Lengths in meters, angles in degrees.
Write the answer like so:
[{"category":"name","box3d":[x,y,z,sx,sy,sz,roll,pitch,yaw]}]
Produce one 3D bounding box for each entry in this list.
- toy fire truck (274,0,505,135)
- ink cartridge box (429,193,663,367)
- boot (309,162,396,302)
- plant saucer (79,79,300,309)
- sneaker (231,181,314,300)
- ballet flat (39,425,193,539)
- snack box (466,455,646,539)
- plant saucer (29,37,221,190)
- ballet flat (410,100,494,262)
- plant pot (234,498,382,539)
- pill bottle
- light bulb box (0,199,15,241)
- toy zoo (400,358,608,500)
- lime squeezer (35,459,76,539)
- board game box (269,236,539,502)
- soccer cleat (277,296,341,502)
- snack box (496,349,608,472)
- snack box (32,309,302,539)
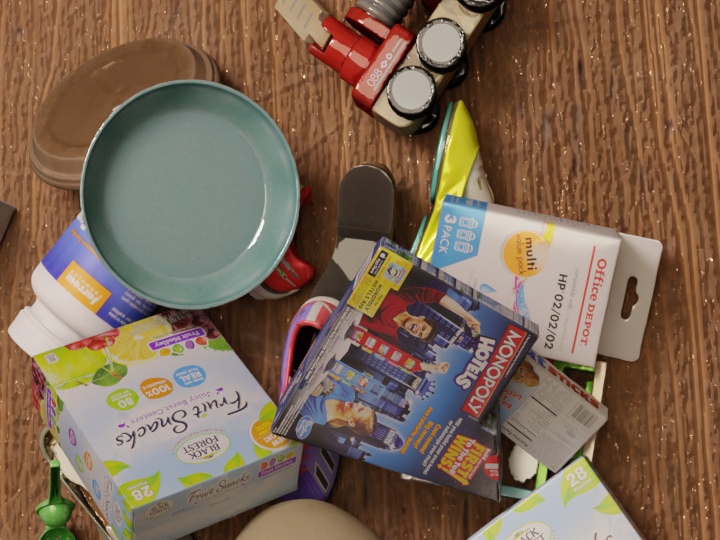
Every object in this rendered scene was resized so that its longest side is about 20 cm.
[{"category":"toy fire truck","box3d":[0.017,-0.243,1.619,0.199,0.129,0.177,33,88,7]},{"category":"ink cartridge box","box3d":[0.157,0.012,1.519,0.197,0.068,0.117,11,98,3]},{"category":"boot","box3d":[0.000,0.000,1.599,0.073,0.075,0.202,14,101,6]},{"category":"plant saucer","box3d":[-0.153,-0.067,1.558,0.197,0.036,0.203,-1,92,-18]},{"category":"sneaker","box3d":[-0.089,-0.074,1.632,0.084,0.077,0.202,-15,86,5]},{"category":"ballet flat","box3d":[-0.227,0.215,1.609,0.067,0.064,0.200,-44,73,2]},{"category":"snack box","box3d":[0.181,0.286,1.483,0.168,0.068,0.201,-37,80,4]},{"category":"plant saucer","box3d":[-0.225,-0.153,1.640,0.198,0.030,0.201,-16,40,13]},{"category":"ballet flat","box3d":[0.084,-0.050,1.587,0.066,0.067,0.202,16,90,4]},{"category":"plant pot","box3d":[-0.046,0.277,1.503,0.198,0.201,0.135,-22,47,9]},{"category":"pill bottle","box3d":[-0.234,0.002,1.626,0.112,0.112,0.201,38,89,17]},{"category":"light bulb box","box3d":[-0.473,-0.017,1.682,0.198,0.125,0.200,21,85,16]},{"category":"toy zoo","box3d":[0.113,0.132,1.563,0.197,0.020,0.133,9,82,15]},{"category":"lime squeezer","box3d":[-0.281,0.243,1.602,0.037,0.071,0.202,5,116,2]},{"category":"board game box","box3d":[0.058,0.094,1.458,0.198,0.062,0.201,29,115,-6]},{"category":"soccer cleat","box3d":[-0.050,0.126,1.558,0.067,0.073,0.203,11,101,12]},{"category":"snack box","box3d":[0.113,0.087,1.493,0.199,0.024,0.072,38,115,-9]},{"category":"snack box","box3d":[-0.171,0.133,1.533,0.167,0.068,0.200,-19,48,-28]}]
